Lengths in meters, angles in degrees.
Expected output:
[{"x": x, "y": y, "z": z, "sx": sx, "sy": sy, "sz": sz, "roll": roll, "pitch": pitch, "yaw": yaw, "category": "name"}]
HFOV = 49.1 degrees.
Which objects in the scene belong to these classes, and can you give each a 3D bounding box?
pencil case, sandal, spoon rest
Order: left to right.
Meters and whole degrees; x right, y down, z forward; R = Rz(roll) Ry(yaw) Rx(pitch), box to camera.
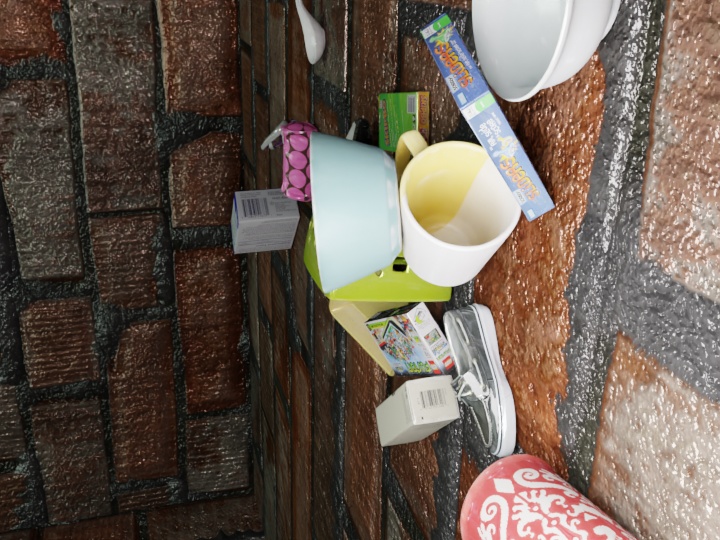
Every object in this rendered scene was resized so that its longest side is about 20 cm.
[{"x": -0.254, "y": -0.394, "z": 2.376, "sx": 0.050, "sy": 0.083, "sz": 0.202, "roll": 43, "pitch": 166, "yaw": -10, "category": "sandal"}, {"x": -0.158, "y": -0.274, "z": 1.993, "sx": 0.091, "sy": 0.092, "sz": 0.204, "roll": -120, "pitch": 29, "yaw": -56, "category": "pencil case"}, {"x": -0.117, "y": -0.581, "z": 1.816, "sx": 0.099, "sy": 0.059, "sz": 0.205, "roll": -160, "pitch": 68, "yaw": -73, "category": "spoon rest"}]

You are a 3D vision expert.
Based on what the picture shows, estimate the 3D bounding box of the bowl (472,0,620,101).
[{"x": 0.186, "y": -0.267, "z": 0.752, "sx": 0.201, "sy": 0.088, "sz": 0.206, "roll": 175, "pitch": 90, "yaw": -75, "category": "bowl"}]

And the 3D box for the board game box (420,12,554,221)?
[{"x": 0.138, "y": -0.160, "z": 0.842, "sx": 0.200, "sy": 0.034, "sz": 0.137, "roll": 45, "pitch": -159, "yaw": -46, "category": "board game box"}]

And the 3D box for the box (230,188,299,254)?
[{"x": -0.285, "y": -0.146, "z": 2.320, "sx": 0.201, "sy": 0.180, "sz": 0.107, "roll": 116, "pitch": 144, "yaw": -61, "category": "box"}]

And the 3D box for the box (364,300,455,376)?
[{"x": 0.077, "y": 0.112, "z": 1.249, "sx": 0.111, "sy": 0.034, "sz": 0.200, "roll": 58, "pitch": 160, "yaw": -3, "category": "box"}]

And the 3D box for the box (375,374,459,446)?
[{"x": 0.088, "y": 0.229, "z": 1.269, "sx": 0.200, "sy": 0.080, "sz": 0.070, "roll": 124, "pitch": 138, "yaw": -64, "category": "box"}]

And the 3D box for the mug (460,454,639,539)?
[{"x": 0.220, "y": 0.295, "z": 0.795, "sx": 0.135, "sy": 0.176, "sz": 0.200, "roll": -58, "pitch": 21, "yaw": -4, "category": "mug"}]

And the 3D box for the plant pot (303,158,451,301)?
[{"x": 0.029, "y": -0.070, "z": 1.197, "sx": 0.200, "sy": 0.195, "sz": 0.185, "roll": -130, "pitch": 44, "yaw": -65, "category": "plant pot"}]

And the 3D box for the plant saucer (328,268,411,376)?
[{"x": 0.027, "y": 0.052, "z": 1.406, "sx": 0.200, "sy": 0.048, "sz": 0.203, "roll": 44, "pitch": 141, "yaw": 34, "category": "plant saucer"}]

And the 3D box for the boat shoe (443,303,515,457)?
[{"x": 0.149, "y": 0.145, "z": 1.034, "sx": 0.072, "sy": 0.069, "sz": 0.204, "roll": 120, "pitch": 142, "yaw": -63, "category": "boat shoe"}]

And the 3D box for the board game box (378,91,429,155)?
[{"x": 0.068, "y": -0.245, "z": 1.302, "sx": 0.200, "sy": 0.029, "sz": 0.098, "roll": -149, "pitch": 56, "yaw": -68, "category": "board game box"}]

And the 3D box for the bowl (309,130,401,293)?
[{"x": -0.003, "y": -0.077, "z": 0.992, "sx": 0.201, "sy": 0.103, "sz": 0.205, "roll": -5, "pitch": -90, "yaw": -89, "category": "bowl"}]

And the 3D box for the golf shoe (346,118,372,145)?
[{"x": -0.036, "y": -0.198, "z": 1.513, "sx": 0.093, "sy": 0.077, "sz": 0.204, "roll": 22, "pitch": 109, "yaw": 27, "category": "golf shoe"}]

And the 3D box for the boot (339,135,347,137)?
[{"x": -0.050, "y": -0.167, "z": 1.657, "sx": 0.155, "sy": 0.075, "sz": 0.204, "roll": 137, "pitch": 128, "yaw": -69, "category": "boot"}]

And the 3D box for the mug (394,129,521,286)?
[{"x": 0.115, "y": -0.073, "z": 1.006, "sx": 0.154, "sy": 0.146, "sz": 0.190, "roll": 97, "pitch": 176, "yaw": -63, "category": "mug"}]
